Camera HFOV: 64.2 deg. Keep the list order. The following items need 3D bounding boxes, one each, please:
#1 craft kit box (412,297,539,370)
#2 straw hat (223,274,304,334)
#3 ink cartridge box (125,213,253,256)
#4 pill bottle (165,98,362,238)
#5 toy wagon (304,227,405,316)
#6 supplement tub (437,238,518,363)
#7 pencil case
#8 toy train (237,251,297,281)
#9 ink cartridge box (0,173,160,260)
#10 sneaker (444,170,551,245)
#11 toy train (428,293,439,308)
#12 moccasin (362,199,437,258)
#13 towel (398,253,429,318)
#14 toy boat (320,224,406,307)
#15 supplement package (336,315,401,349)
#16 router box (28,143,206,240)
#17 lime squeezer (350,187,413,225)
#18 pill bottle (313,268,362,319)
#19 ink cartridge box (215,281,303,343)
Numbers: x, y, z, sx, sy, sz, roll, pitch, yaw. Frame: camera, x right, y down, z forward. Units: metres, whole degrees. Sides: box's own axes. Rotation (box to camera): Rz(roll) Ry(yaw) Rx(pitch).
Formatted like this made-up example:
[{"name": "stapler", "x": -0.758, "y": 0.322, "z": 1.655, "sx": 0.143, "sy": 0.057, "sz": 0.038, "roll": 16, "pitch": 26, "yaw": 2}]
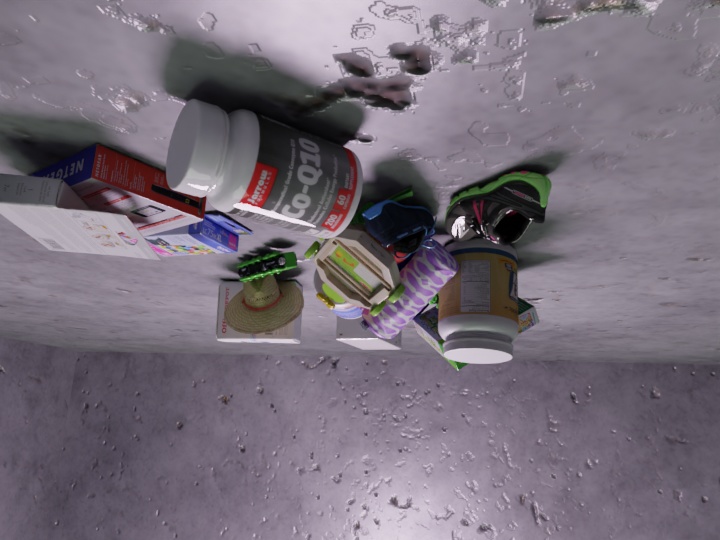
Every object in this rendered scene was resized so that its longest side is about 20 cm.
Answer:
[{"name": "craft kit box", "x": 0.234, "y": 0.104, "z": 1.199, "sx": 0.196, "sy": 0.049, "sz": 0.200, "roll": -31, "pitch": -157, "yaw": -8}, {"name": "straw hat", "x": -0.225, "y": 0.046, "z": 1.294, "sx": 0.198, "sy": 0.202, "sz": 0.086, "roll": 0, "pitch": 124, "yaw": 9}, {"name": "ink cartridge box", "x": -0.306, "y": -0.061, "z": 1.027, "sx": 0.198, "sy": 0.042, "sz": 0.119, "roll": -5, "pitch": 164, "yaw": 19}, {"name": "pill bottle", "x": -0.106, "y": -0.112, "z": 0.649, "sx": 0.198, "sy": 0.115, "sz": 0.113, "roll": 13, "pitch": 162, "yaw": -35}, {"name": "toy wagon", "x": -0.018, "y": 0.007, "z": 0.922, "sx": 0.155, "sy": 0.040, "sz": 0.200, "roll": 41, "pitch": 148, "yaw": -4}, {"name": "supplement tub", "x": 0.214, "y": 0.058, "z": 1.048, "sx": 0.143, "sy": 0.202, "sz": 0.145, "roll": 4, "pitch": 161, "yaw": 1}, {"name": "pencil case", "x": 0.085, "y": 0.034, "z": 1.027, "sx": 0.200, "sy": 0.086, "sz": 0.084, "roll": -46, "pitch": 150, "yaw": 20}, {"name": "toy train", "x": -0.193, "y": -0.008, "z": 1.175, "sx": 0.056, "sy": 0.042, "sz": 0.199, "roll": -9, "pitch": 178, "yaw": -35}, {"name": "ink cartridge box", "x": -0.385, "y": -0.069, "z": 0.801, "sx": 0.171, "sy": 0.044, "sz": 0.200, "roll": 4, "pitch": 164, "yaw": -5}, {"name": "sneaker", "x": 0.182, "y": -0.073, "z": 0.807, "sx": 0.076, "sy": 0.085, "sz": 0.200, "roll": 9, "pitch": 164, "yaw": -23}, {"name": "toy train", "x": 0.141, "y": 0.035, "z": 1.146, "sx": 0.042, "sy": 0.057, "sz": 0.200, "roll": 39, "pitch": -175, "yaw": 33}, {"name": "moccasin", "x": 0.061, "y": -0.053, "z": 0.856, "sx": 0.080, "sy": 0.069, "sz": 0.199, "roll": -30, "pitch": 166, "yaw": 28}, {"name": "towel", "x": 0.109, "y": 0.029, "z": 1.196, "sx": 0.148, "sy": 0.050, "sz": 0.200, "roll": -43, "pitch": 151, "yaw": 12}, {"name": "toy boat", "x": 0.000, "y": 0.000, "z": 1.021, "sx": 0.129, "sy": 0.132, "sz": 0.200, "roll": 9, "pitch": 164, "yaw": -21}, {"name": "supplement package", "x": 0.027, "y": 0.139, "z": 1.533, "sx": 0.118, "sy": 0.123, "sz": 0.200, "roll": -3, "pitch": 165, "yaw": 21}, {"name": "router box", "x": -0.359, "y": -0.105, "z": 0.843, "sx": 0.198, "sy": 0.049, "sz": 0.179, "roll": -8, "pitch": 162, "yaw": 35}, {"name": "lime squeezer", "x": -0.017, "y": -0.092, "z": 0.863, "sx": 0.197, "sy": 0.038, "sz": 0.071, "roll": 0, "pitch": 165, "yaw": 12}, {"name": "pill bottle", "x": -0.027, "y": 0.041, "z": 1.220, "sx": 0.111, "sy": 0.113, "sz": 0.200, "roll": 0, "pitch": 165, "yaw": 8}, {"name": "ink cartridge box", "x": -0.249, "y": 0.105, "z": 1.428, "sx": 0.197, "sy": 0.147, "sz": 0.088, "roll": -1, "pitch": 168, "yaw": 7}]
